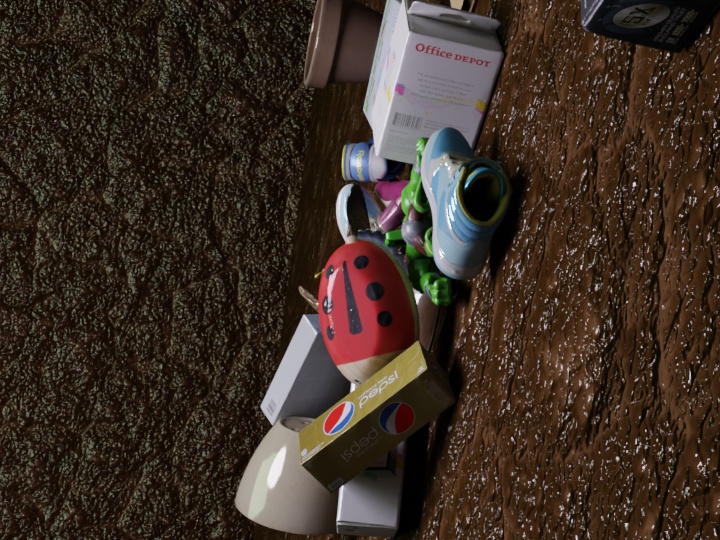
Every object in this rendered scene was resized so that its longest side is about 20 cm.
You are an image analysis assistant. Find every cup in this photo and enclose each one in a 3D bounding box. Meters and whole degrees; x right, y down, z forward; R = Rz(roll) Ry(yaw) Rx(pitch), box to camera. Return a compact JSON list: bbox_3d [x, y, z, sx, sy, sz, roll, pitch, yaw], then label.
[{"bbox_3d":[-0.098,0.323,1.753,0.200,0.196,0.146,-132,51,-78],"label":"cup"}]

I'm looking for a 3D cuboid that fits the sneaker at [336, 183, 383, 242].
[{"bbox_3d":[0.026,-0.042,1.677,0.130,0.078,0.203,179,72,-76],"label":"sneaker"}]

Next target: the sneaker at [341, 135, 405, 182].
[{"bbox_3d":[0.046,-0.182,1.723,0.199,0.081,0.075,-34,-56,-55],"label":"sneaker"}]

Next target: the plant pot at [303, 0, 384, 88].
[{"bbox_3d":[-0.012,-0.449,2.129,0.200,0.171,0.204,-170,90,-80],"label":"plant pot"}]

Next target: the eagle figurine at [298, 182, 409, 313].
[{"bbox_3d":[-0.004,0.000,1.551,0.202,0.151,0.151,-57,-9,20],"label":"eagle figurine"}]

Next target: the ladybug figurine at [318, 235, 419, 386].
[{"bbox_3d":[0.003,0.054,1.362,0.072,0.134,0.204,8,-114,-66],"label":"ladybug figurine"}]

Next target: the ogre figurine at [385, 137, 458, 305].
[{"bbox_3d":[0.083,-0.054,1.362,0.203,0.097,0.120,66,165,5],"label":"ogre figurine"}]

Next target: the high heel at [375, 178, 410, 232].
[{"bbox_3d":[0.072,-0.129,1.705,0.096,0.067,0.200,-43,9,19],"label":"high heel"}]

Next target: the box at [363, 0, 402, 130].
[{"bbox_3d":[0.073,-0.328,1.728,0.177,0.095,0.204,-109,30,-70],"label":"box"}]

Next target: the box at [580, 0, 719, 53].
[{"bbox_3d":[0.230,-0.295,0.787,0.164,0.084,0.204,119,159,-62],"label":"box"}]

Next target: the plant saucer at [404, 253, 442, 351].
[{"bbox_3d":[0.073,0.048,1.532,0.200,0.036,0.205,-170,90,-82],"label":"plant saucer"}]

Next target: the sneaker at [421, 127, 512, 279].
[{"bbox_3d":[0.124,-0.107,1.222,0.131,0.078,0.203,112,156,-55],"label":"sneaker"}]

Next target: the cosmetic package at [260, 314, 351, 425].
[{"bbox_3d":[-0.064,0.163,1.792,0.052,0.149,0.202,50,125,37],"label":"cosmetic package"}]

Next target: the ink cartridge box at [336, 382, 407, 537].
[{"bbox_3d":[0.019,0.247,1.435,0.145,0.082,0.204,91,-174,-72],"label":"ink cartridge box"}]

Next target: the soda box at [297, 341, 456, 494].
[{"bbox_3d":[0.018,0.179,1.312,0.199,0.064,0.068,-38,25,11],"label":"soda box"}]

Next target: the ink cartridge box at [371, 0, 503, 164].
[{"bbox_3d":[0.100,-0.253,1.401,0.126,0.126,0.203,-94,18,-56],"label":"ink cartridge box"}]

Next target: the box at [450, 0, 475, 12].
[{"bbox_3d":[0.161,-0.472,1.578,0.202,0.021,0.165,-93,16,-51],"label":"box"}]
